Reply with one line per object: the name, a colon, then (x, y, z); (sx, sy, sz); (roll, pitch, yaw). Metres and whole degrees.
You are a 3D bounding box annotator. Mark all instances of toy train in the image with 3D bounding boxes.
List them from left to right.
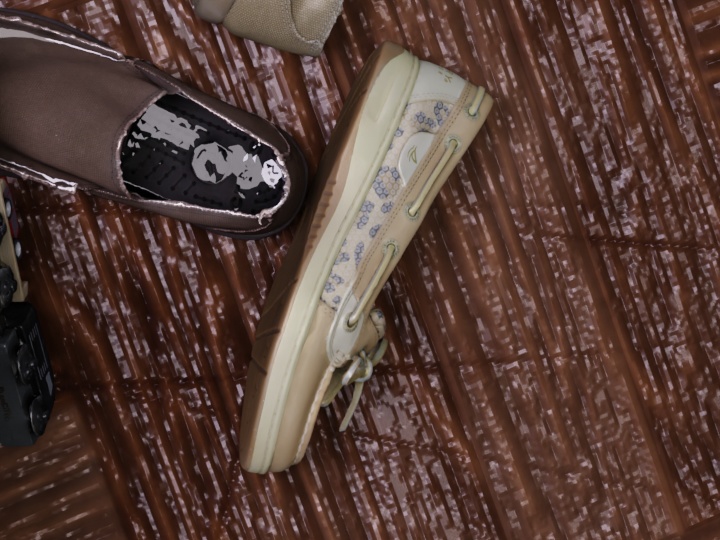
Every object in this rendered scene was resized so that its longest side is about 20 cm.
toy train: (-0.159, -0.016, 0.986); (0.034, 0.046, 0.201); (-1, 122, 13)

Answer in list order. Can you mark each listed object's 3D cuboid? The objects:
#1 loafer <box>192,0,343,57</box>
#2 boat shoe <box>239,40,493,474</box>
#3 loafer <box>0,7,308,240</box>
loafer: (0.006, -0.178, 1.039); (0.067, 0.076, 0.200); (38, 92, -13)
boat shoe: (0.000, 0.000, 1.040); (0.062, 0.073, 0.201); (21, 86, -10)
loafer: (-0.111, -0.067, 1.014); (0.198, 0.071, 0.074); (15, 89, -13)
